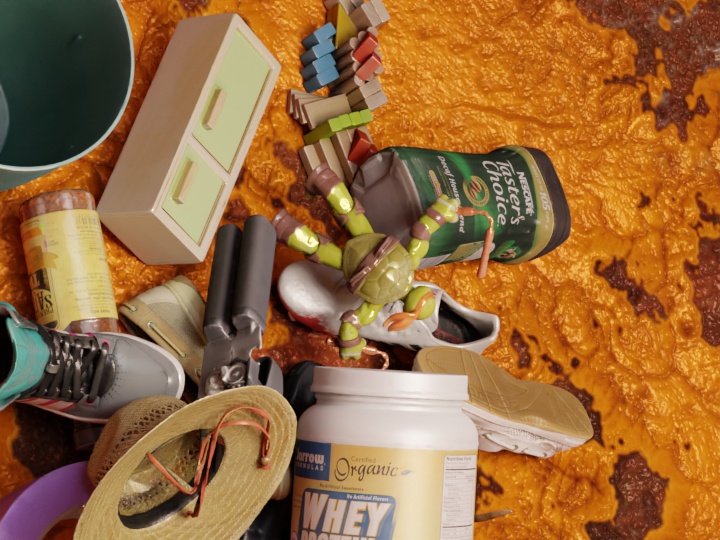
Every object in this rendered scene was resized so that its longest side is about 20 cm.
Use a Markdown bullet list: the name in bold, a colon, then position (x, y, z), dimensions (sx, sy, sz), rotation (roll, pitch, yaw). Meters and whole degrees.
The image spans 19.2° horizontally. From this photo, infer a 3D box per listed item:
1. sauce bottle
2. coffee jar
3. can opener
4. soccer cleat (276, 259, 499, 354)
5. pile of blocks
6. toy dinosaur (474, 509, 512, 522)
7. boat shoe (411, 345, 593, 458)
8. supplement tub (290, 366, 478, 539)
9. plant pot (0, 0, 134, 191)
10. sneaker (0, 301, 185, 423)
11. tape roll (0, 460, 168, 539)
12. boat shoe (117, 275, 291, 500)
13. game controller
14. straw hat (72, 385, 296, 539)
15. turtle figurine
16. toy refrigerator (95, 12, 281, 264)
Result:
- **sauce bottle**: position (-0.221, 0.039, 1.664), dimensions (0.066, 0.066, 0.201), rotation (-4, 75, -32)
- **coffee jar**: position (0.092, -0.056, 1.857), dimensions (0.200, 0.085, 0.105), rotation (-4, 68, -44)
- **can opener**: position (-0.090, 0.049, 1.678), dimensions (0.067, 0.053, 0.200), rotation (53, 30, -39)
- **soccer cleat**: position (0.025, 0.031, 1.806), dimensions (0.200, 0.085, 0.069), rotation (21, 65, -25)
- **pile of blocks**: position (-0.014, -0.165, 1.859), dimensions (0.082, 0.062, 0.201), rotation (9, 70, -29)
- **toy dinosaur**: position (0.056, 0.172, 1.763), dimensions (0.060, 0.106, 0.200), rotation (-25, 49, -13)
- **boat shoe**: position (0.111, 0.124, 1.828), dimensions (0.200, 0.069, 0.071), rotation (24, 37, -35)
- **supplement tub**: position (0.018, 0.178, 1.665), dimensions (0.144, 0.145, 0.201), rotation (4, 88, -31)
- **plant pot**: position (-0.296, -0.147, 1.619), dimensions (0.200, 0.161, 0.201), rotation (11, 69, -29)
- **sneaker**: position (-0.232, 0.069, 1.569), dimensions (0.199, 0.121, 0.084), rotation (9, 89, 0)
- **tape roll**: position (-0.201, 0.247, 1.610), dimensions (0.200, 0.066, 0.201), rotation (11, 68, -29)
- **boat shoe**: position (-0.122, 0.101, 1.697), dimensions (0.063, 0.073, 0.201), rotation (-25, 78, -20)
- **game controller**: position (-0.042, 0.176, 1.753), dimensions (0.104, 0.042, 0.200), rotation (38, 58, -33)
- **straw hat**: position (-0.150, 0.142, 1.574), dimensions (0.201, 0.201, 0.085), rotation (-20, 48, -35)
- **turtle figurine**: position (0.000, 0.000, 1.738), dimensions (0.161, 0.064, 0.200), rotation (38, 97, 11)
- **toy refrigerator**: position (-0.136, -0.108, 1.746), dimensions (0.076, 0.070, 0.200), rotation (48, 52, -42)
